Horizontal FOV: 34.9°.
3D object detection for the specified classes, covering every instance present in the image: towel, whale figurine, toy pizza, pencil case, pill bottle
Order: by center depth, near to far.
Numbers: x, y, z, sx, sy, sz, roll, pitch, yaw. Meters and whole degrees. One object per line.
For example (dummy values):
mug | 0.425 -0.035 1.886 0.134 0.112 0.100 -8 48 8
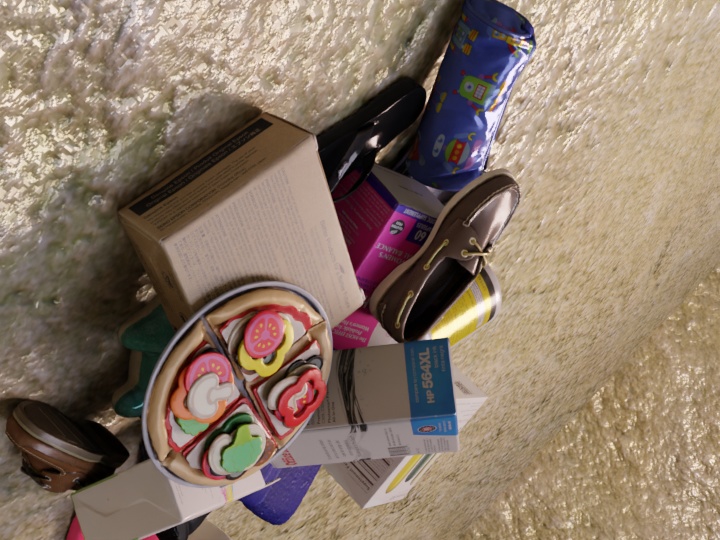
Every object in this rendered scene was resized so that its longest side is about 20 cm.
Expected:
toy pizza | -0.098 0.104 0.991 0.199 0.032 0.202 -23 128 -33
whale figurine | -0.165 0.093 1.101 0.159 0.104 0.200 -39 155 -16
pencil case | 0.112 -0.171 1.149 0.078 0.086 0.201 -60 171 -57
towel | -0.103 0.207 1.332 0.148 0.049 0.200 -58 152 -14
pill bottle | 0.079 0.058 1.473 0.199 0.114 0.115 -30 153 -36

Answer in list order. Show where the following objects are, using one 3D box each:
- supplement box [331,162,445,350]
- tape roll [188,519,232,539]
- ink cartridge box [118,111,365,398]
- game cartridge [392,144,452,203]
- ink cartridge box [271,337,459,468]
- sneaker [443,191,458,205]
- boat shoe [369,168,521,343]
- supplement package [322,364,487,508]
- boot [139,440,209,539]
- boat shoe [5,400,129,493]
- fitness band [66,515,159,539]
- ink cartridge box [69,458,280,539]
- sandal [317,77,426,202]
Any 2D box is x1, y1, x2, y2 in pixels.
supplement box | 0.000 0.000 1.195 0.101 0.103 0.201 17 114 -40
tape roll | -0.195 0.423 1.479 0.071 0.202 0.203 -29 152 -35
ink cartridge box | -0.097 -0.009 1.003 0.164 0.075 0.201 -38 134 -23
game cartridge | 0.053 -0.082 1.295 0.200 0.038 0.130 -49 162 6
ink cartridge box | -0.003 0.137 1.155 0.198 0.085 0.146 -5 158 3
sneaker | 0.098 -0.034 1.369 0.202 0.067 0.108 -51 -170 13
boat shoe | 0.093 -0.012 1.132 0.200 0.060 0.072 -47 133 6
supplement package | 0.043 0.203 1.603 0.200 0.151 0.152 -51 158 12
boot | -0.172 0.213 1.335 0.168 0.076 0.201 -38 149 -39
boat shoe | -0.281 0.177 1.073 0.068 0.072 0.200 -46 158 -4
fitness band | -0.271 0.336 1.268 0.037 0.144 0.201 -22 148 -42
ink cartridge box | -0.177 0.214 1.139 0.117 0.068 0.200 -25 172 22
sandal | -0.006 -0.114 1.116 0.200 0.043 0.076 -42 158 -12
